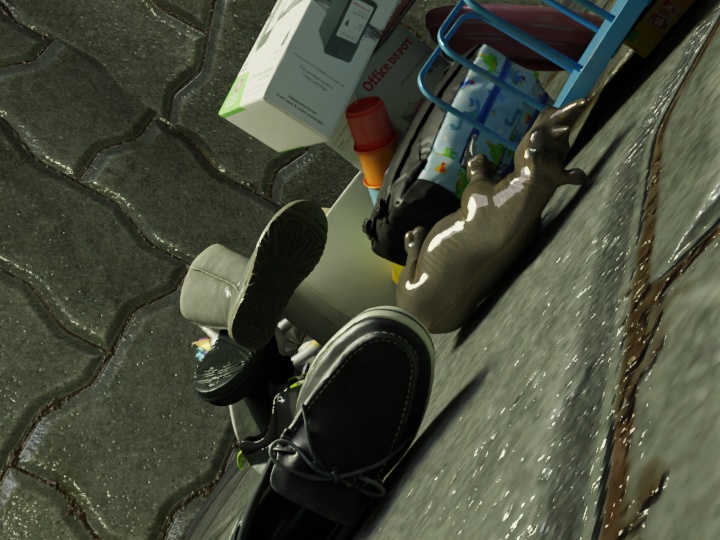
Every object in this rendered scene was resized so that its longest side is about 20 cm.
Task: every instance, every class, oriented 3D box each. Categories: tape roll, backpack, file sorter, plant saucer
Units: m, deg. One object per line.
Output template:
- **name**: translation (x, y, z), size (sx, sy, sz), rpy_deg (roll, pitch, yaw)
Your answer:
- **tape roll**: translation (0.000, 0.000, 1.155), size (0.203, 0.139, 0.203), rpy_deg (-54, 2, 3)
- **backpack**: translation (0.098, -0.110, 0.904), size (0.163, 0.152, 0.202), rpy_deg (118, 166, -72)
- **file sorter**: translation (0.143, -0.206, 0.721), size (0.139, 0.122, 0.200), rpy_deg (-56, -5, -39)
- **plant saucer**: translation (0.168, -0.250, 1.058), size (0.201, 0.199, 0.051), rpy_deg (-64, -22, -81)

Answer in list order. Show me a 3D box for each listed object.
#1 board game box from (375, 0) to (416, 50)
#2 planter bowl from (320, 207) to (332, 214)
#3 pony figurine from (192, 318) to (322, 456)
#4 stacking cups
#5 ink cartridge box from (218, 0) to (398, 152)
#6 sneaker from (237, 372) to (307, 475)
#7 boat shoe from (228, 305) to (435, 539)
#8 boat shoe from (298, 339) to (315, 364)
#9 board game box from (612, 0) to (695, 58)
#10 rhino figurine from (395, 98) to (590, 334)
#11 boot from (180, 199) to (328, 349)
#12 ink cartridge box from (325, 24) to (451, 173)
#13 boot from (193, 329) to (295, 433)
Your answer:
- **board game box**: translation (0.017, -0.253, 1.050), size (0.200, 0.019, 0.103), rpy_deg (-49, 4, 28)
- **planter bowl**: translation (-0.023, 0.004, 1.370), size (0.200, 0.198, 0.136), rpy_deg (133, 146, -78)
- **pony figurine**: translation (-0.111, 0.126, 1.274), size (0.199, 0.194, 0.166), rpy_deg (-25, -5, 16)
- **stacking cups**: translation (0.035, -0.082, 0.992), size (0.060, 0.201, 0.061), rpy_deg (-14, 28, 8)
- **ink cartridge box**: translation (-0.047, -0.231, 0.981), size (0.145, 0.084, 0.201), rpy_deg (2, 65, 65)
- **sneaker**: translation (-0.057, 0.133, 1.006), size (0.201, 0.083, 0.072), rpy_deg (-54, 2, -2)
- **boat shoe**: translation (-0.018, 0.112, 0.552), size (0.201, 0.074, 0.062), rpy_deg (-59, 5, 16)
- **boat shoe**: translation (-0.042, 0.117, 1.410), size (0.069, 0.072, 0.200), rpy_deg (-54, -8, -11)
- **board game box**: translation (0.251, -0.234, 0.680), size (0.200, 0.030, 0.096), rpy_deg (-50, 4, 46)
- **rhino figurine**: translation (0.088, -0.034, 0.643), size (0.200, 0.060, 0.088), rpy_deg (-52, 16, 31)
- **boot**: translation (-0.125, -0.005, 1.082), size (0.183, 0.072, 0.200), rpy_deg (-58, 21, -4)
- **ink cartridge box**: translation (0.072, -0.149, 1.050), size (0.145, 0.199, 0.085), rpy_deg (-55, 3, -41)
- **boot**: translation (-0.108, 0.145, 1.097), size (0.076, 0.169, 0.200), rpy_deg (-21, 19, 12)
